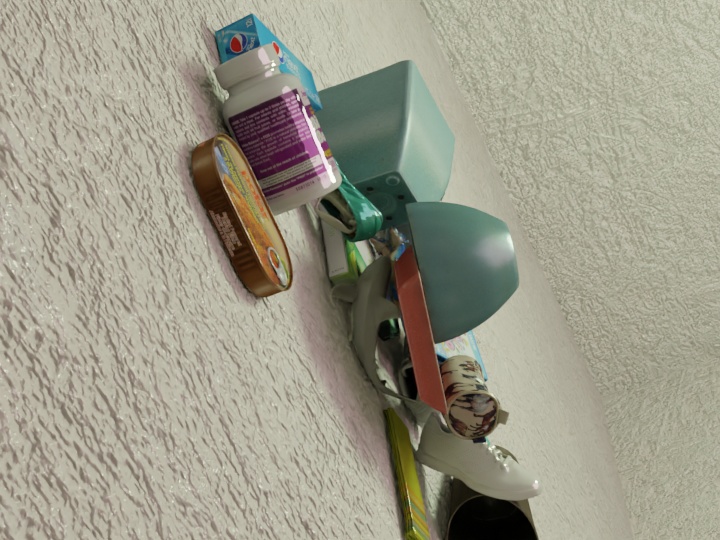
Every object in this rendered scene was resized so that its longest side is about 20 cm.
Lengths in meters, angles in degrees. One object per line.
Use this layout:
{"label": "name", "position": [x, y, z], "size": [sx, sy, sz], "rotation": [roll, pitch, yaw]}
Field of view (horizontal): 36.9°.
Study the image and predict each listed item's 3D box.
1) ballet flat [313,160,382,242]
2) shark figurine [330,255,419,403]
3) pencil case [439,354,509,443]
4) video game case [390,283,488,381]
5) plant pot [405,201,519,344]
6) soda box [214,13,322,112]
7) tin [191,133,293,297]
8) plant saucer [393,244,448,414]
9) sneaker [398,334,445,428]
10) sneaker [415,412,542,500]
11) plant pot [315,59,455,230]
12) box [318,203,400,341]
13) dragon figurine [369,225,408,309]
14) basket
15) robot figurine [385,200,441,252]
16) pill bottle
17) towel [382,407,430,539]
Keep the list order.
{"label": "ballet flat", "position": [-0.052, -0.120, 1.557], "size": [0.200, 0.067, 0.070], "rotation": [48, 52, 2]}
{"label": "shark figurine", "position": [0.029, 0.085, 1.525], "size": [0.128, 0.089, 0.216], "rotation": [-2, 87, -54]}
{"label": "pencil case", "position": [0.157, 0.184, 1.582], "size": [0.089, 0.078, 0.200], "rotation": [20, 10, -6]}
{"label": "video game case", "position": [0.127, 0.094, 1.750], "size": [0.200, 0.018, 0.144], "rotation": [30, 34, -43]}
{"label": "plant pot", "position": [0.148, -0.009, 1.514], "size": [0.200, 0.134, 0.201], "rotation": [-12, 90, -88]}
{"label": "soda box", "position": [-0.128, -0.282, 1.536], "size": [0.200, 0.064, 0.068], "rotation": [35, 37, -64]}
{"label": "tin", "position": [-0.138, -0.063, 1.269], "size": [0.201, 0.042, 0.112], "rotation": [66, 20, -12]}
{"label": "plant saucer", "position": [0.081, 0.081, 1.516], "size": [0.200, 0.036, 0.201], "rotation": [-91, 168, -77]}
{"label": "sneaker", "position": [0.096, 0.151, 1.720], "size": [0.092, 0.075, 0.201], "rotation": [48, 25, -42]}
{"label": "sneaker", "position": [0.177, 0.271, 1.591], "size": [0.075, 0.199, 0.089], "rotation": [-17, 122, -62]}
{"label": "plant pot", "position": [0.033, -0.175, 1.725], "size": [0.197, 0.195, 0.201], "rotation": [53, 28, -43]}
{"label": "box", "position": [0.000, 0.000, 1.653], "size": [0.200, 0.036, 0.145], "rotation": [49, 25, -49]}
{"label": "dragon figurine", "position": [0.077, 0.020, 1.665], "size": [0.200, 0.059, 0.099], "rotation": [54, 28, 4]}
{"label": "basket", "position": [0.204, 0.373, 1.689], "size": [0.200, 0.135, 0.181], "rotation": [-79, 151, -69]}
{"label": "robot figurine", "position": [0.114, -0.045, 1.790], "size": [0.200, 0.112, 0.171], "rotation": [35, -52, 57]}
{"label": "pill bottle", "position": [-0.109, -0.181, 1.378], "size": [0.112, 0.112, 0.201], "rotation": [-55, 123, -71]}
{"label": "towel", "position": [0.067, 0.299, 1.532], "size": [0.086, 0.018, 0.201], "rotation": [58, 17, -51]}
